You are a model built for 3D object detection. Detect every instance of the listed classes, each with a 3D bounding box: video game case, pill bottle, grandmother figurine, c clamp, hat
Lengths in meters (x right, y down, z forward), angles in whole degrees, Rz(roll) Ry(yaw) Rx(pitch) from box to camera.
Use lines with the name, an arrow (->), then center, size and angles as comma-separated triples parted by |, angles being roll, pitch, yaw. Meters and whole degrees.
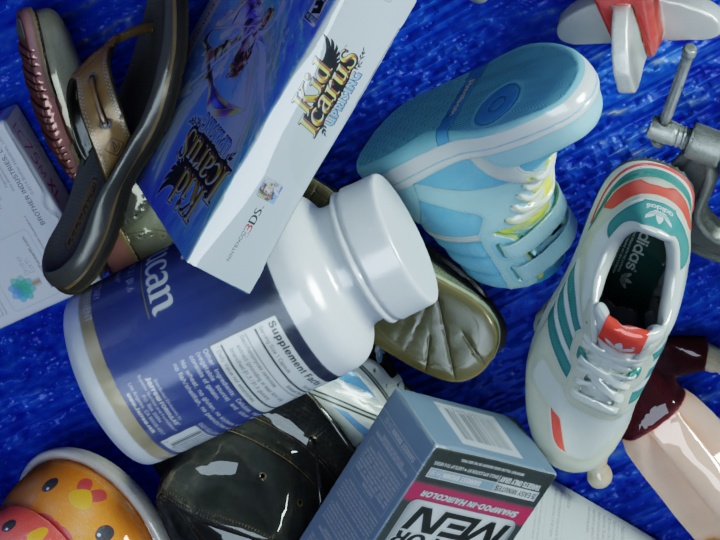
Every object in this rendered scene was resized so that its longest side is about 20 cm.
video game case -> -0.057, -0.103, 1.473 | 0.045, 0.200, 0.182 | 25, 99, -21
pill bottle -> -0.061, 0.023, 1.530 | 0.199, 0.111, 0.111 | -26, 108, 12
grandmother figurine -> 0.181, 0.087, 1.625 | 0.121, 0.061, 0.200 | -42, 105, 3
c clamp -> 0.249, -0.037, 1.534 | 0.199, 0.027, 0.171 | 23, 147, 0
hat -> -0.075, 0.146, 1.634 | 0.200, 0.081, 0.201 | 22, 142, 19

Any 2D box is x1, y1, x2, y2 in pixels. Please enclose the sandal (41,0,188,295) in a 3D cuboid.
sandal -> -0.148, -0.085, 1.526 | 0.054, 0.082, 0.201 | 21, 102, -21

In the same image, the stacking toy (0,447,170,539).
stacking toy -> -0.219, 0.210, 1.635 | 0.146, 0.200, 0.147 | 22, 126, 34

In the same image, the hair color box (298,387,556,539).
hair color box -> 0.019, 0.173, 1.585 | 0.099, 0.061, 0.201 | 16, 116, -37

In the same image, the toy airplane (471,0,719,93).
toy airplane -> 0.133, -0.187, 1.466 | 0.199, 0.141, 0.200 | 39, 124, -3

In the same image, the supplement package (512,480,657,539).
supplement package -> 0.142, 0.262, 1.632 | 0.199, 0.191, 0.147 | 30, 114, -6

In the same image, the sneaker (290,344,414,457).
sneaker -> 0.011, 0.085, 1.641 | 0.200, 0.072, 0.073 | 38, 103, -13

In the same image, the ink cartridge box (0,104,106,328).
ink cartridge box -> -0.270, -0.009, 1.651 | 0.199, 0.042, 0.120 | -25, 108, 14

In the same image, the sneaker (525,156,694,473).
sneaker -> 0.140, 0.038, 1.532 | 0.070, 0.093, 0.201 | 18, 113, 0

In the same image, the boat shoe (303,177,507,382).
boat shoe -> 0.001, -0.001, 1.605 | 0.200, 0.066, 0.072 | 32, 101, 13

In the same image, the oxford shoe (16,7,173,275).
oxford shoe -> -0.147, -0.075, 1.602 | 0.074, 0.071, 0.201 | -25, 112, -6

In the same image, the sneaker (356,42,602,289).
sneaker -> 0.099, -0.054, 1.535 | 0.131, 0.080, 0.200 | 45, 152, -19
